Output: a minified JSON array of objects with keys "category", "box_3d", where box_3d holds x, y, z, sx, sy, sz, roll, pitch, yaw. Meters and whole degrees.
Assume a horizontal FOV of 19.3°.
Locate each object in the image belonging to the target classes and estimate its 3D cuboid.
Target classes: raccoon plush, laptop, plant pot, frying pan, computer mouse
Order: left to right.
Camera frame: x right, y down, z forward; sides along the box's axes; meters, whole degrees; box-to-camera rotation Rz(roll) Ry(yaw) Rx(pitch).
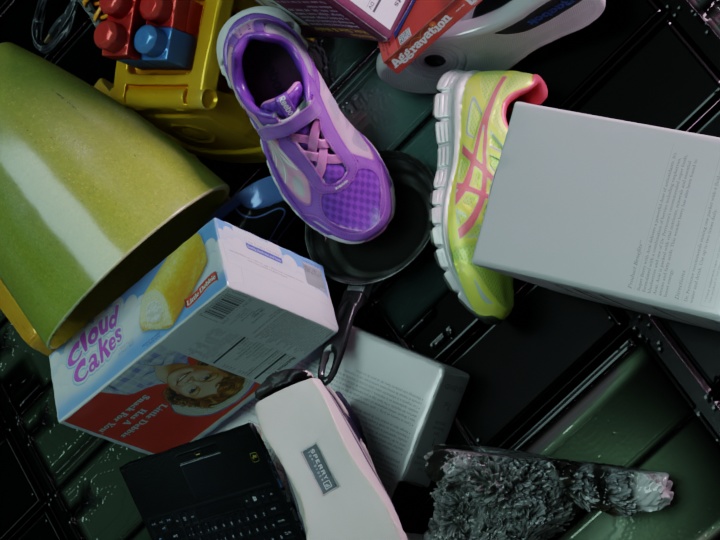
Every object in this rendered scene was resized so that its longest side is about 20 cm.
[{"category":"plant pot","box_3d":[-0.236,-0.075,1.642,0.187,0.187,0.200,-44,85,18]},{"category":"computer mouse","box_3d":[-0.224,-0.268,1.870,0.200,0.034,0.059,-44,77,23]},{"category":"laptop","box_3d":[-0.123,0.238,1.594,0.177,0.103,0.200,-21,94,46]},{"category":"frying pan","box_3d":[0.015,-0.006,1.616,0.115,0.031,0.190,-19,58,19]},{"category":"raccoon plush","box_3d":[0.111,0.197,1.488,0.200,0.097,0.134,5,89,35]}]

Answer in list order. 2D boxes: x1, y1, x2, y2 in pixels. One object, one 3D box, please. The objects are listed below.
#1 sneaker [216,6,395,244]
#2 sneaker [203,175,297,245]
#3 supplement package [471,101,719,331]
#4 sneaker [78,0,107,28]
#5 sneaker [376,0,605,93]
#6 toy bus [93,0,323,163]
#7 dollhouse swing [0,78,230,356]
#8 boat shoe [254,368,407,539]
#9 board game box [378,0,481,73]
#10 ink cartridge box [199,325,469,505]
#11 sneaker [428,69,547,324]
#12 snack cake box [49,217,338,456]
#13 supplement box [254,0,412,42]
[{"category":"sneaker","box_3d":[-0.044,-0.107,1.587,0.080,0.088,0.200,-31,93,1]},{"category":"sneaker","box_3d":[-0.107,0.011,1.698,0.200,0.070,0.078,-44,66,22]},{"category":"supplement package","box_3d":[0.200,-0.032,1.460,0.200,0.120,0.121,15,88,36]},{"category":"sneaker","box_3d":[-0.210,-0.234,1.803,0.078,0.077,0.200,-36,79,21]},{"category":"sneaker","box_3d":[0.100,-0.214,1.615,0.200,0.073,0.112,-20,54,33]},{"category":"toy bus","box_3d":[-0.127,-0.204,1.685,0.136,0.192,0.200,4,79,37]},{"category":"dollhouse swing","box_3d":[-0.257,-0.051,1.745,0.200,0.176,0.182,-50,56,13]},{"category":"boat shoe","box_3d":[-0.006,0.166,1.522,0.075,0.093,0.200,-25,75,13]},{"category":"board game box","box_3d":[0.045,-0.242,1.629,0.103,0.019,0.200,-39,34,21]},{"category":"ink cartridge box","box_3d":[-0.033,0.126,1.627,0.200,0.045,0.176,22,91,37]},{"category":"sneaker","box_3d":[0.104,-0.060,1.562,0.090,0.078,0.200,-8,75,25]},{"category":"snack cake box","box_3d":[-0.128,0.056,1.608,0.200,0.115,0.067,-38,48,29]},{"category":"supplement box","box_3d":[-0.059,-0.264,1.579,0.131,0.200,0.103,12,72,58]}]
